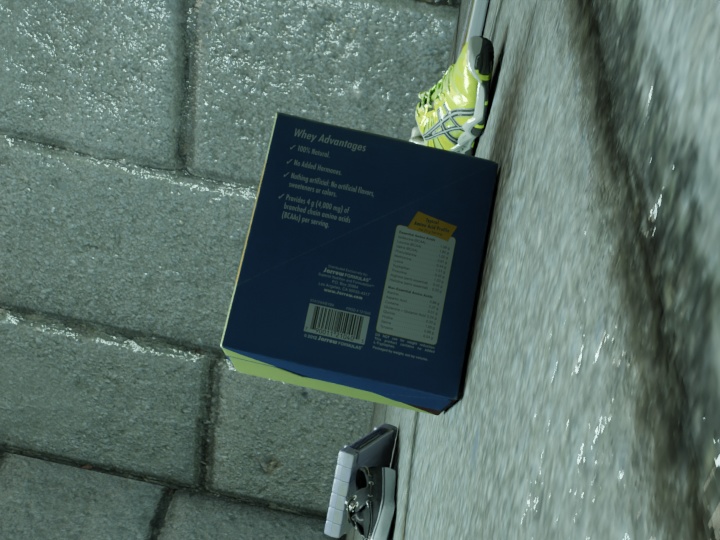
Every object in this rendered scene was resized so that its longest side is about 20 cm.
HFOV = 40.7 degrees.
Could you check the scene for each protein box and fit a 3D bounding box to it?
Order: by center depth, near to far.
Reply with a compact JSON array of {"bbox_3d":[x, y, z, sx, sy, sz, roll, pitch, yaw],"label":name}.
[{"bbox_3d":[0.000,0.000,0.845,0.135,0.195,0.204,100,-178,-76],"label":"protein box"}]

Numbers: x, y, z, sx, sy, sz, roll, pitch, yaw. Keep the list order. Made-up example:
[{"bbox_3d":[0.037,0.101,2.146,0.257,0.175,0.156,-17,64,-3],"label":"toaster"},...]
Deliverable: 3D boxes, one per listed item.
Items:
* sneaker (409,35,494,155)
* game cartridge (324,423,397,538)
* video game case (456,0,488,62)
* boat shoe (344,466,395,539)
[{"bbox_3d":[0.099,-0.178,1.065,0.201,0.075,0.076,102,-178,-59],"label":"sneaker"},{"bbox_3d":[0.001,0.314,1.466,0.199,0.038,0.132,-8,-66,-70],"label":"game cartridge"},{"bbox_3d":[0.160,-0.324,1.442,0.182,0.022,0.204,-73,-5,-81],"label":"video game case"},{"bbox_3d":[0.010,0.316,1.295,0.200,0.065,0.071,-76,-3,-71],"label":"boat shoe"}]
